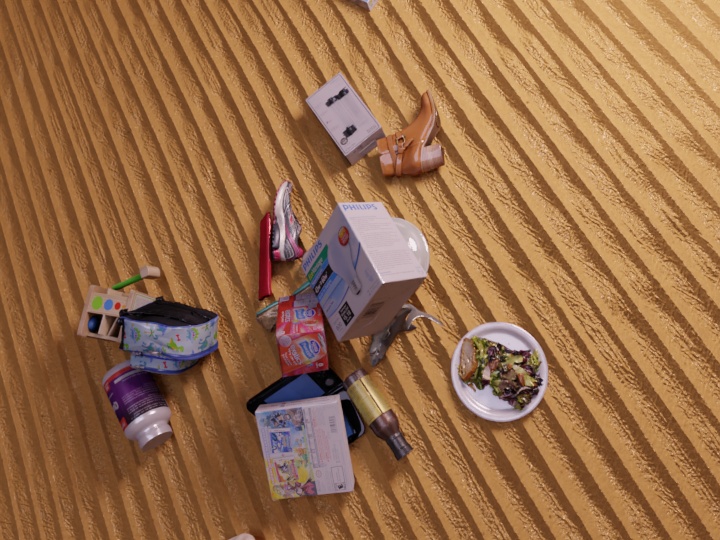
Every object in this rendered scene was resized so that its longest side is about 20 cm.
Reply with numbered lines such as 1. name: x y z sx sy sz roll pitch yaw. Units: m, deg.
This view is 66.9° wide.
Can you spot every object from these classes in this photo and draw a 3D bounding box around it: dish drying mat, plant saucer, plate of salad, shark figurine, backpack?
1. dish drying mat: -0.231 -0.033 1.327 0.018 0.077 0.204 5 74 -23
2. plant saucer: 0.058 -0.030 1.246 0.196 0.050 0.204 -4 75 16
3. plate of salad: 0.283 0.206 1.121 0.196 0.048 0.204 -4 75 15
4. shark figurine: 0.095 0.114 1.172 0.088 0.215 0.130 18 51 -22
5. backpack: -0.438 0.156 1.283 0.196 0.183 0.150 5 101 14

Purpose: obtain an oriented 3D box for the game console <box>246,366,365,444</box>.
1. game console: -0.119 0.316 1.177 0.198 0.173 0.119 -34 37 5

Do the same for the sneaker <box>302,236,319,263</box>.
1. sneaker: -0.064 -0.069 1.253 0.198 0.080 0.077 -28 46 23

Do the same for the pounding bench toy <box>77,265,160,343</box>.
1. pounding bench toy: -0.596 0.079 1.372 0.153 0.124 0.204 7 78 18

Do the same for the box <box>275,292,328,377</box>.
1. box: -0.124 0.131 1.164 0.098 0.200 0.097 -8 111 -4

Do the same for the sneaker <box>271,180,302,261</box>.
1. sneaker: -0.178 -0.119 1.331 0.073 0.081 0.204 2 77 -11

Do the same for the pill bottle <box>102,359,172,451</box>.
1. pill bottle: -0.526 0.320 1.298 0.112 0.112 0.201 -38 69 4

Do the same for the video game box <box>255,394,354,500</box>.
1. video game box: -0.115 0.374 1.150 0.178 0.047 0.204 -8 98 5

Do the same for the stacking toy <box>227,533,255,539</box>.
1. stacking toy: -0.249 0.678 1.140 0.144 0.146 0.203 -27 90 8

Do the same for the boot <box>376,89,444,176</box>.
1. boot: 0.115 -0.322 1.297 0.152 0.077 0.204 -8 81 18

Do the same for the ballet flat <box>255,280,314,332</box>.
1. ballet flat: -0.152 0.079 1.282 0.198 0.071 0.066 -32 96 10

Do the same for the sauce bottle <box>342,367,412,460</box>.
1. sauce bottle: 0.037 0.307 1.160 0.064 0.065 0.201 -37 69 5

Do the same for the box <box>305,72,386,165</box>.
1. box: -0.037 -0.377 1.354 0.116 0.060 0.201 -37 70 5

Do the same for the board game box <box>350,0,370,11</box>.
1. board game box: -0.013 -0.800 1.466 0.199 0.034 0.135 37 89 21

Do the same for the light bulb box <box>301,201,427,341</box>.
1. light bulb box: 0.000 0.000 1.112 0.199 0.123 0.202 -55 54 39
